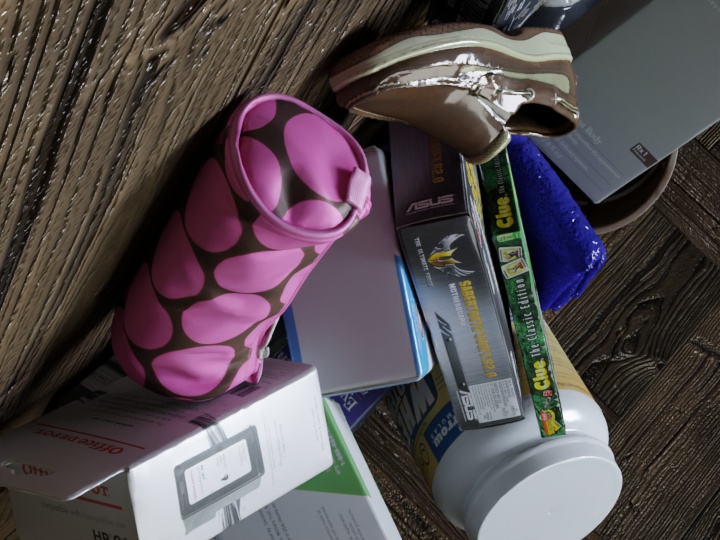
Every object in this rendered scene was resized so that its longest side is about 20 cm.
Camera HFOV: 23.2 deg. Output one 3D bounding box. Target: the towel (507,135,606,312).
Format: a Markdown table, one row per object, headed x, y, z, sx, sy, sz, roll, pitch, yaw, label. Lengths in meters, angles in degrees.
| x | y | z | sx | sy | sz | roll | pitch | yaw | label |
| --- | --- | --- | --- | --- | --- | --- | --- | --- | --- |
| 0.100 | -0.065 | 1.297 | 0.049 | 0.201 | 0.148 | -33 | 169 | -9 | towel |

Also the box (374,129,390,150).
| x | y | z | sx | sy | sz | roll | pitch | yaw | label |
| --- | --- | --- | --- | --- | --- | --- | --- | --- | --- |
| 0.059 | -0.055 | 1.478 | 0.106 | 0.122 | 0.200 | -47 | 175 | 21 | box |

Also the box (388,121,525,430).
| x | y | z | sx | sy | sz | roll | pitch | yaw | label |
| --- | --- | --- | --- | --- | --- | --- | --- | --- | --- |
| 0.063 | -0.018 | 1.163 | 0.160 | 0.048 | 0.201 | -92 | 168 | -45 | box |

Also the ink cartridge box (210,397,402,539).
| x | y | z | sx | sy | sz | roll | pitch | yaw | label |
| --- | --- | --- | --- | --- | --- | --- | --- | --- | --- |
| -0.078 | 0.193 | 1.173 | 0.198 | 0.147 | 0.084 | -26 | 170 | 2 | ink cartridge box |

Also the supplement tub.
| x | y | z | sx | sy | sz | roll | pitch | yaw | label |
| --- | --- | --- | --- | --- | --- | --- | --- | --- | --- |
| 0.102 | 0.110 | 1.354 | 0.143 | 0.201 | 0.146 | -17 | 139 | -15 | supplement tub |

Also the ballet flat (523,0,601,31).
| x | y | z | sx | sy | sz | roll | pitch | yaw | label |
| --- | --- | --- | --- | --- | --- | --- | --- | --- | --- |
| 0.166 | -0.231 | 1.375 | 0.199 | 0.073 | 0.073 | -36 | 170 | -36 | ballet flat |

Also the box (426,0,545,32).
| x | y | z | sx | sy | sz | roll | pitch | yaw | label |
| --- | --- | --- | --- | --- | --- | --- | --- | --- | --- |
| 0.118 | -0.218 | 1.081 | 0.158 | 0.050 | 0.200 | -47 | 176 | -8 | box |

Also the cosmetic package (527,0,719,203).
| x | y | z | sx | sy | sz | roll | pitch | yaw | label |
| --- | --- | --- | --- | --- | --- | --- | --- | --- | --- |
| 0.213 | -0.151 | 1.251 | 0.200 | 0.107 | 0.091 | -37 | -163 | 40 | cosmetic package |

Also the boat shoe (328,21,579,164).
| x | y | z | sx | sy | sz | roll | pitch | yaw | label |
| --- | --- | --- | --- | --- | --- | --- | --- | --- | --- |
| 0.067 | -0.103 | 1.053 | 0.201 | 0.076 | 0.074 | -10 | 170 | -43 | boat shoe |

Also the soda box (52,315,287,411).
| x | y | z | sx | sy | sz | roll | pitch | yaw | label |
| --- | --- | --- | --- | --- | --- | --- | --- | --- | --- |
| -0.122 | 0.069 | 1.170 | 0.200 | 0.071 | 0.063 | -43 | 176 | -41 | soda box |

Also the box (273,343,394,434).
| x | y | z | sx | sy | sz | roll | pitch | yaw | label |
| --- | --- | --- | --- | --- | --- | --- | --- | --- | --- |
| -0.091 | 0.106 | 1.304 | 0.200 | 0.148 | 0.104 | -46 | 176 | -20 | box |

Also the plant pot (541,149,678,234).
| x | y | z | sx | sy | sz | roll | pitch | yaw | label |
| --- | --- | --- | --- | --- | --- | --- | --- | --- | --- |
| 0.211 | -0.163 | 1.630 | 0.201 | 0.200 | 0.198 | -49 | -178 | 31 | plant pot |

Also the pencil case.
| x | y | z | sx | sy | sz | roll | pitch | yaw | label |
| --- | --- | --- | --- | --- | --- | --- | --- | --- | --- |
| -0.063 | -0.007 | 0.945 | 0.200 | 0.093 | 0.091 | -52 | -168 | 52 | pencil case |

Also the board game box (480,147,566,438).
| x | y | z | sx | sy | sz | roll | pitch | yaw | label |
| --- | --- | --- | --- | --- | --- | --- | --- | --- | --- |
| 0.111 | 0.012 | 1.212 | 0.023 | 0.201 | 0.105 | -10 | -138 | 8 | board game box |

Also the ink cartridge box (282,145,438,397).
| x | y | z | sx | sy | sz | roll | pitch | yaw | label |
| --- | --- | --- | --- | --- | --- | --- | --- | --- | --- |
| 0.000 | 0.000 | 1.171 | 0.083 | 0.147 | 0.200 | -12 | 180 | 8 | ink cartridge box |

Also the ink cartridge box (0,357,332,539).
| x | y | z | sx | sy | sz | roll | pitch | yaw | label |
| --- | --- | --- | --- | --- | --- | --- | --- | --- | --- |
| -0.125 | 0.113 | 1.013 | 0.115 | 0.069 | 0.199 | 6 | -159 | 41 | ink cartridge box |
